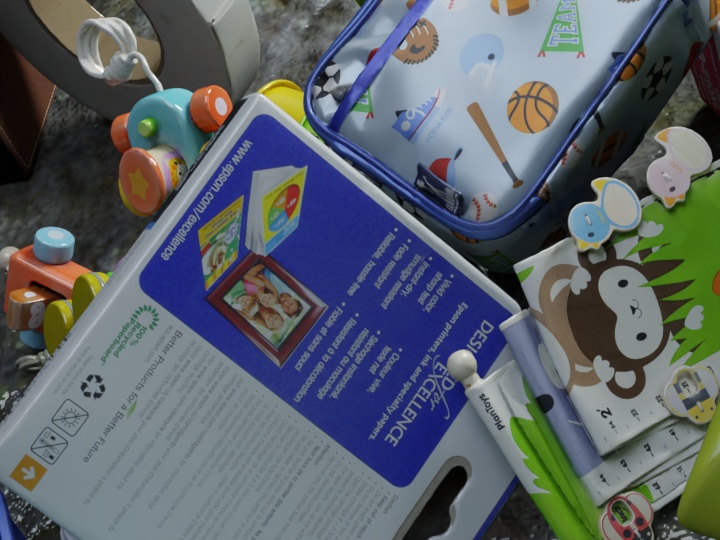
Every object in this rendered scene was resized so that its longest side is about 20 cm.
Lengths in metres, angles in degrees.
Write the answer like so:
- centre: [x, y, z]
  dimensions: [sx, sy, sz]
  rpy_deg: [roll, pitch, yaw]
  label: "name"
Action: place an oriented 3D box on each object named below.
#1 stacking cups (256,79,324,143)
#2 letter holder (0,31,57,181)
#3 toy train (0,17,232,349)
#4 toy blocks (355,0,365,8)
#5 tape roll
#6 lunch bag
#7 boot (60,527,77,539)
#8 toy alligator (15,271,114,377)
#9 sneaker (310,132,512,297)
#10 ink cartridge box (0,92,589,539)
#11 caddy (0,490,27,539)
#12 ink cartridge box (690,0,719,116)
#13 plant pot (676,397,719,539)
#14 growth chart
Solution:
- centre: [0.026, -0.053, 0.917]
  dimensions: [0.199, 0.061, 0.061]
  rpy_deg: [20, 60, 33]
  label: "stacking cups"
- centre: [-0.284, -0.171, 1.072]
  dimensions: [0.099, 0.201, 0.143]
  rpy_deg: [-9, 45, 19]
  label: "letter holder"
- centre: [-0.136, -0.023, 0.885]
  dimensions: [0.149, 0.202, 0.056]
  rpy_deg: [29, 31, 19]
  label: "toy train"
- centre: [0.088, -0.133, 0.913]
  dimensions: [0.198, 0.100, 0.138]
  rpy_deg: [-15, 58, 19]
  label: "toy blocks"
- centre: [-0.151, -0.162, 0.997]
  dimensions: [0.201, 0.204, 0.037]
  rpy_deg: [12, 55, 35]
  label: "tape roll"
- centre: [0.069, -0.108, 0.830]
  dimensions: [0.160, 0.076, 0.201]
  rpy_deg: [38, 88, 27]
  label: "lunch bag"
- centre: [-0.070, 0.071, 0.808]
  dimensions: [0.198, 0.096, 0.074]
  rpy_deg: [-26, 42, 2]
  label: "boot"
- centre: [-0.124, 0.041, 0.825]
  dimensions: [0.059, 0.200, 0.055]
  rpy_deg: [-6, 73, -32]
  label: "toy alligator"
- centre: [0.000, 0.000, 0.870]
  dimensions: [0.200, 0.080, 0.074]
  rpy_deg: [37, 33, 30]
  label: "sneaker"
- centre: [-0.030, 0.062, 0.734]
  dimensions: [0.198, 0.199, 0.047]
  rpy_deg: [-54, 15, -10]
  label: "ink cartridge box"
- centre: [-0.210, 0.176, 0.770]
  dimensions: [0.140, 0.105, 0.201]
  rpy_deg: [-29, 43, 0]
  label: "caddy"
- centre: [0.266, -0.098, 0.809]
  dimensions: [0.144, 0.085, 0.200]
  rpy_deg: [-30, 42, -2]
  label: "ink cartridge box"
- centre: [0.229, 0.073, 0.595]
  dimensions: [0.197, 0.182, 0.201]
  rpy_deg: [10, 55, 33]
  label: "plant pot"
- centre: [0.135, 0.028, 0.744]
  dimensions: [0.199, 0.018, 0.145]
  rpy_deg: [-38, 88, -13]
  label: "growth chart"
